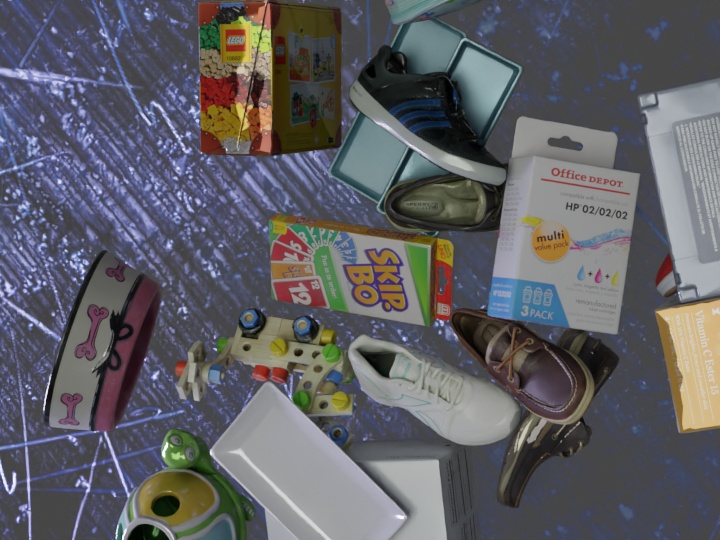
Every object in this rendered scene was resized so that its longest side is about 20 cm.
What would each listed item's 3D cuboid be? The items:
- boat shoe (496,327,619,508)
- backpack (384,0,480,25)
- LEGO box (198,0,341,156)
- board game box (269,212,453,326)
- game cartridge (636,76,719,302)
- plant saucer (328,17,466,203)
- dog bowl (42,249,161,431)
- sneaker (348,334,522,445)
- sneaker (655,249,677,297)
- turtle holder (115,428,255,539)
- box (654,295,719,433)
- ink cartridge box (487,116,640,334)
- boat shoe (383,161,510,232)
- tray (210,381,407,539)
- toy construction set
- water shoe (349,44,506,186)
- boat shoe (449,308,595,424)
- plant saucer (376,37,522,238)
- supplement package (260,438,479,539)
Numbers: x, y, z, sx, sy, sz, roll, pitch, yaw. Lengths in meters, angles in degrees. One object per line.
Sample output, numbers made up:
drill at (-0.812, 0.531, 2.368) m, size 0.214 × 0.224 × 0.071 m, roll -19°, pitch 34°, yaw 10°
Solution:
boat shoe at (0.199, 0.157, 1.640) m, size 0.073 × 0.074 × 0.200 m, roll 25°, pitch 103°, yaw 5°
backpack at (0.069, -0.322, 1.566) m, size 0.177 × 0.200 × 0.151 m, roll -20°, pitch 89°, yaw 20°
LEGO box at (-0.087, -0.194, 1.638) m, size 0.077 × 0.200 × 0.149 m, roll 2°, pitch 97°, yaw 19°
board game box at (0.000, 0.000, 1.709) m, size 0.200 × 0.030 × 0.096 m, roll 8°, pitch 117°, yaw 17°
game cartridge at (0.342, -0.080, 1.514) m, size 0.133 × 0.042 × 0.200 m, roll -12°, pitch 92°, yaw 5°
plant saucer at (0.039, -0.172, 1.692) m, size 0.070 × 0.019 × 0.200 m, roll 31°, pitch 106°, yaw 14°
dog bowl at (-0.274, 0.083, 1.750) m, size 0.074 × 0.200 × 0.200 m, roll 19°, pitch 103°, yaw -1°
sneaker at (0.069, 0.121, 1.656) m, size 0.200 × 0.080 × 0.071 m, roll 18°, pitch 72°, yaw 30°
sneaker at (0.327, -0.078, 1.569) m, size 0.112 × 0.071 × 0.200 m, roll 41°, pitch 100°, yaw 7°
turtle holder at (-0.192, 0.277, 1.768) m, size 0.141 × 0.132 × 0.186 m, roll 40°, pitch 108°, yaw 12°
box at (0.396, 0.073, 1.548) m, size 0.200 × 0.097 × 0.125 m, roll -12°, pitch 93°, yaw 21°
ink cartridge box at (0.200, -0.045, 1.581) m, size 0.115 × 0.068 × 0.200 m, roll 8°, pitch 89°, yaw -15°
boat shoe at (0.122, -0.069, 1.629) m, size 0.200 × 0.066 × 0.072 m, roll -5°, pitch 97°, yaw 6°
tray at (-0.051, 0.215, 1.650) m, size 0.200 × 0.022 × 0.107 m, roll 43°, pitch 108°, yaw 11°
toy construction set at (-0.092, 0.109, 1.717) m, size 0.200 × 0.092 × 0.131 m, roll 13°, pitch 69°, yaw 5°
water shoe at (0.072, -0.156, 1.598) m, size 0.200 × 0.071 × 0.079 m, roll 36°, pitch 103°, yaw 29°
boat shoe at (0.152, 0.087, 1.596) m, size 0.072 × 0.072 × 0.200 m, roll -60°, pitch 35°, yaw 10°
plant saucer at (0.091, -0.135, 1.663) m, size 0.070 × 0.019 × 0.200 m, roll 27°, pitch 104°, yaw 0°
supplement package at (0.013, 0.264, 1.704) m, size 0.200 × 0.111 × 0.156 m, roll -5°, pitch 95°, yaw 20°
